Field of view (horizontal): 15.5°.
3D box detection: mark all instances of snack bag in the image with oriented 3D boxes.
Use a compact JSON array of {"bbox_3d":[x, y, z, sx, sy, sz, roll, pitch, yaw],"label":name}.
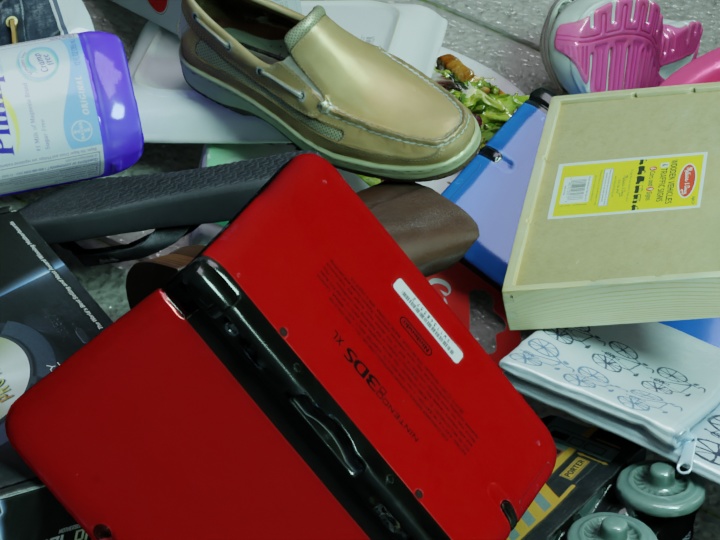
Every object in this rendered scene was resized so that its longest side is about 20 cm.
[{"bbox_3d":[0.185,0.072,1.405,0.200,0.021,0.189,25,18,14],"label":"snack bag"}]

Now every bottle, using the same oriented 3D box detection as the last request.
[{"bbox_3d":[-0.226,-0.080,1.496,0.200,0.065,0.084,-11,72,-10],"label":"bottle"}]

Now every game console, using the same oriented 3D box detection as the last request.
[{"bbox_3d":[-0.033,0.078,1.249,0.200,0.119,0.172,51,44,-10],"label":"game console"},{"bbox_3d":[0.162,-0.009,1.595,0.200,0.118,0.171,37,71,16],"label":"game console"}]

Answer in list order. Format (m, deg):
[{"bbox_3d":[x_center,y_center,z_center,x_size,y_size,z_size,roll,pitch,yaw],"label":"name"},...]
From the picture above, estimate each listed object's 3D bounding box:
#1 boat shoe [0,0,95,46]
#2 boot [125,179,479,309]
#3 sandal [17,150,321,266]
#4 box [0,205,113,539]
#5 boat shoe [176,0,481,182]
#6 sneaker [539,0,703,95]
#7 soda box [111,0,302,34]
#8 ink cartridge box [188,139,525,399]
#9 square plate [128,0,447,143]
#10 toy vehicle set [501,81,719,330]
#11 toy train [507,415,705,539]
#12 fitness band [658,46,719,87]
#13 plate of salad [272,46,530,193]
[{"bbox_3d":[-0.219,-0.157,1.627,0.091,0.071,0.200,-15,31,-10],"label":"boat shoe"},{"bbox_3d":[0.006,0.002,1.395,0.200,0.064,0.186,-16,25,-41],"label":"boot"},{"bbox_3d":[-0.113,-0.026,1.453,0.200,0.043,0.076,-7,17,23],"label":"sandal"},{"bbox_3d":[-0.200,0.070,1.310,0.164,0.086,0.200,-14,45,-34],"label":"box"},{"bbox_3d":[-0.024,-0.112,1.488,0.200,0.076,0.072,21,52,25],"label":"boat shoe"},{"bbox_3d":[0.153,-0.140,1.718,0.088,0.081,0.200,15,3,22],"label":"sneaker"},{"bbox_3d":[-0.112,-0.195,1.662,0.068,0.064,0.200,-17,25,-24],"label":"soda box"},{"bbox_3d":[0.000,0.000,1.516,0.200,0.050,0.161,9,36,-6],"label":"ink cartridge box"},{"bbox_3d":[-0.054,-0.127,1.616,0.198,0.028,0.200,-1,26,8],"label":"square plate"},{"bbox_3d":[0.154,-0.039,1.461,0.124,0.027,0.200,-3,34,16],"label":"toy vehicle set"},{"bbox_3d":[0.094,0.147,1.329,0.114,0.085,0.200,19,35,27],"label":"toy train"},{"bbox_3d":[0.266,-0.102,1.566,0.200,0.037,0.144,-22,36,-10],"label":"fitness band"},{"bbox_3d":[0.029,-0.104,1.667,0.200,0.048,0.200,11,36,-8],"label":"plate of salad"}]
